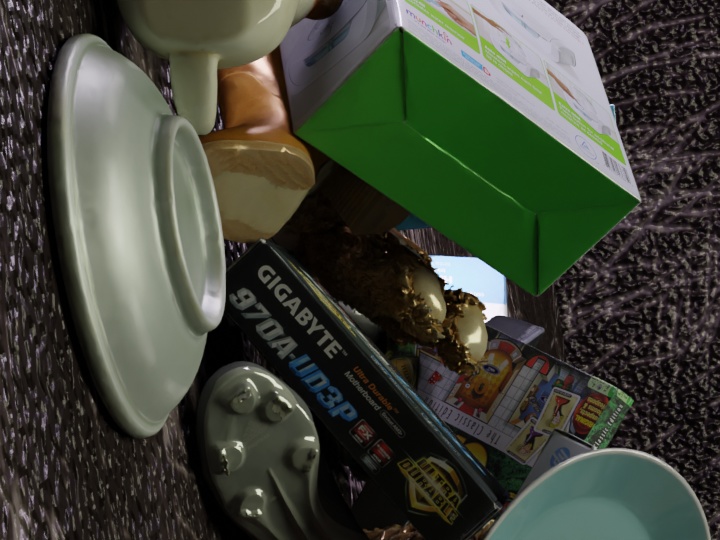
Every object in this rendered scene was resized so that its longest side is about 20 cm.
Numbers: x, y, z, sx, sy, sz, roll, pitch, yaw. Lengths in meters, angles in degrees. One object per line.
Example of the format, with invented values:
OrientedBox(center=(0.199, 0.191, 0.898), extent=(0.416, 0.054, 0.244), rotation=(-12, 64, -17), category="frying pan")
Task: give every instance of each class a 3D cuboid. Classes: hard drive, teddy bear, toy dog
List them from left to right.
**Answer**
OrientedBox(center=(-0.062, -0.175, 1.529), extent=(0.200, 0.139, 0.195), rotation=(-33, 115, -82), category="toy dog")
OrientedBox(center=(0.000, 0.000, 1.743), extent=(0.200, 0.067, 0.145), rotation=(39, 5, 24), category="teddy bear")
OrientedBox(center=(0.046, 0.119, 1.867), extent=(0.201, 0.042, 0.135), rotation=(-58, 172, 11), category="hard drive")

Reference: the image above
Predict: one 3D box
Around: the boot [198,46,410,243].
OrientedBox(center=(-0.066, -0.089, 1.647), extent=(0.201, 0.071, 0.144), rotation=(7, 42, -50), category="boot")

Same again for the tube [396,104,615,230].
OrientedBox(center=(0.077, -0.061, 1.932), extent=(0.050, 0.199, 0.078), rotation=(10, 73, -79), category="tube")

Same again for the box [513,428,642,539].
OrientedBox(center=(0.116, 0.217, 1.678), extent=(0.156, 0.041, 0.201), rotation=(39, 79, -39), category="box")

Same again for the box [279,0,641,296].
OrientedBox(center=(0.053, -0.114, 1.676), extent=(0.200, 0.097, 0.177), rotation=(33, 27, -31), category="box")

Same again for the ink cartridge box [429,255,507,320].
OrientedBox(center=(0.060, 0.110, 2.058), extent=(0.145, 0.084, 0.201), rotation=(99, -8, -48), category="ink cartridge box")

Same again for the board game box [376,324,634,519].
OrientedBox(center=(0.070, 0.088, 1.754), extent=(0.023, 0.200, 0.105), rotation=(34, 84, -42), category="board game box")

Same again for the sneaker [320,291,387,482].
OrientedBox(center=(0.000, 0.081, 1.880), extent=(0.200, 0.074, 0.087), rotation=(64, 25, -61), category="sneaker")

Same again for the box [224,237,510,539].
OrientedBox(center=(0.002, 0.073, 1.622), extent=(0.200, 0.046, 0.159), rotation=(48, 2, 5), category="box")

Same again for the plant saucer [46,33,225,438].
OrientedBox(center=(-0.102, -0.020, 1.402), extent=(0.200, 0.050, 0.202), rotation=(-8, 90, -81), category="plant saucer")

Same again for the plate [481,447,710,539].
OrientedBox(center=(0.121, 0.195, 1.632), extent=(0.026, 0.200, 0.201), rotation=(22, -47, 50), category="plate")

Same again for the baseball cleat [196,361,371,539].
OrientedBox(center=(-0.051, 0.117, 1.589), extent=(0.106, 0.070, 0.201), rotation=(47, -15, 54), category="baseball cleat")

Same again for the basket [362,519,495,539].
OrientedBox(center=(0.040, 0.256, 1.713), extent=(0.143, 0.148, 0.201), rotation=(-37, 119, -80), category="basket")
